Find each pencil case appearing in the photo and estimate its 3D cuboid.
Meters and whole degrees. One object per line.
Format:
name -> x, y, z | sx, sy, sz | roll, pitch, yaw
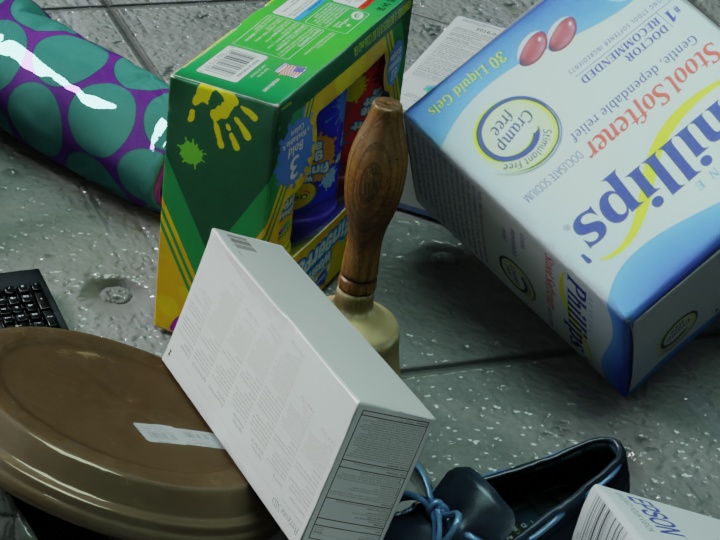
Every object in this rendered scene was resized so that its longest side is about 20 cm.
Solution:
pencil case -> -0.172, -0.109, 1.393 | 0.199, 0.086, 0.092 | 28, 52, 28

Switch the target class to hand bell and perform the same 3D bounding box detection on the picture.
hand bell -> 0.000, 0.000, 1.148 | 0.103, 0.201, 0.104 | 7, 32, -4

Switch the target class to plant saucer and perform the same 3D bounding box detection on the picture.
plant saucer -> -0.126, 0.080, 1.092 | 0.199, 0.030, 0.200 | 21, 16, -6

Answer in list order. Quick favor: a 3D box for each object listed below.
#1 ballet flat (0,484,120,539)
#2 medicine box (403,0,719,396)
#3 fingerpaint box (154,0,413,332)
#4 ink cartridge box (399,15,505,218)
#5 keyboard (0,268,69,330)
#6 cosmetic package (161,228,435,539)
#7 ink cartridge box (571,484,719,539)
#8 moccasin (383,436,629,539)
ballet flat -> -0.102, 0.158, 1.002 | 0.199, 0.057, 0.066 | 21, 34, 18
medicine box -> 0.158, -0.063, 1.283 | 0.182, 0.103, 0.200 | -39, 63, -14
fingerpaint box -> -0.043, -0.069, 1.282 | 0.073, 0.168, 0.200 | 18, 31, 17
ink cartridge box -> 0.102, -0.104, 1.465 | 0.136, 0.077, 0.200 | 18, 34, 14
keyboard -> -0.271, 0.017, 1.205 | 0.199, 0.040, 0.104 | -7, 36, -27
cosmetic package -> -0.036, 0.059, 1.082 | 0.050, 0.083, 0.200 | 15, 18, -31
ink cartridge box -> 0.217, 0.169, 0.988 | 0.199, 0.044, 0.196 | 15, 10, -14
moccasin -> 0.052, 0.127, 1.082 | 0.199, 0.069, 0.080 | -19, 41, -35
